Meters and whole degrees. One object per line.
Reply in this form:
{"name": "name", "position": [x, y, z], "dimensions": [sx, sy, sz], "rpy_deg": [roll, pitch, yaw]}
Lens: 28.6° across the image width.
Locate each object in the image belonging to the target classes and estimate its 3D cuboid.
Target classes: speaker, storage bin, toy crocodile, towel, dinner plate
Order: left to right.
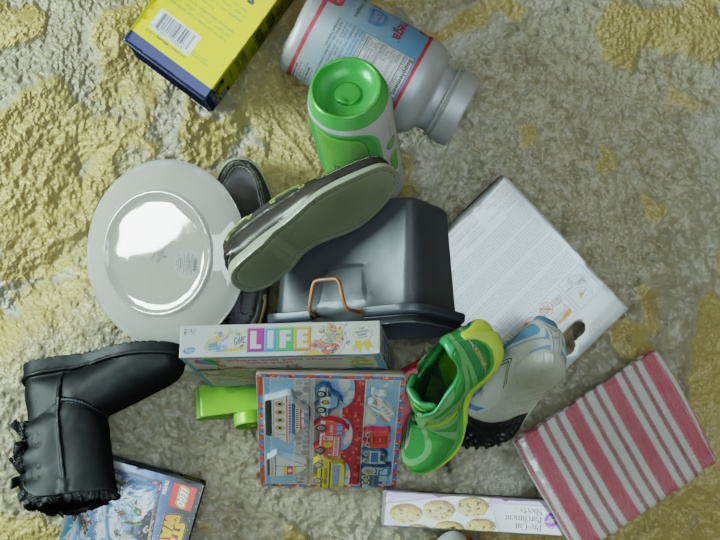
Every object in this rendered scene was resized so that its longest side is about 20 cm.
{"name": "dinner plate", "position": [-0.212, -0.018, 1.498], "dimensions": [0.199, 0.024, 0.201], "rpy_deg": [1, 92, 23]}
{"name": "toy crocodile", "position": [-0.082, 0.130, 1.527], "dimensions": [0.199, 0.062, 0.068], "rpy_deg": [-12, 72, 4]}
{"name": "speaker", "position": [-0.003, -0.134, 1.452], "dimensions": [0.088, 0.200, 0.089], "rpy_deg": [-3, 64, 6]}
{"name": "storage bin", "position": [0.000, 0.000, 1.468], "dimensions": [0.199, 0.145, 0.135], "rpy_deg": [-6, 79, 30]}
{"name": "towel", "position": [0.277, 0.196, 1.538], "dimensions": [0.200, 0.030, 0.147], "rpy_deg": [-31, 93, -13]}

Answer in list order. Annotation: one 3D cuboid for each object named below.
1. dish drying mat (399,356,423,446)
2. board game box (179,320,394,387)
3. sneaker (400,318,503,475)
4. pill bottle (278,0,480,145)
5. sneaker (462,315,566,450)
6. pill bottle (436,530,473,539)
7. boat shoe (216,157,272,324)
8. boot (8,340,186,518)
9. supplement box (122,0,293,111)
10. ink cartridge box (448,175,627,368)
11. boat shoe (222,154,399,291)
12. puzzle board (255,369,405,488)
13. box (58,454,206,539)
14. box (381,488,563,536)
{"name": "dish drying mat", "position": [0.105, 0.119, 1.554], "dimensions": [0.199, 0.018, 0.077], "rpy_deg": [-29, 88, 0]}
{"name": "board game box", "position": [-0.071, 0.086, 1.435], "dimensions": [0.199, 0.135, 0.034], "rpy_deg": [-1, 73, 7]}
{"name": "sneaker", "position": [0.075, 0.129, 1.446], "dimensions": [0.083, 0.074, 0.200], "rpy_deg": [-7, 133, -34]}
{"name": "pill bottle", "position": [0.022, -0.216, 1.504], "dimensions": [0.199, 0.109, 0.109], "rpy_deg": [28, 89, -2]}
{"name": "sneaker", "position": [0.151, 0.123, 1.488], "dimensions": [0.072, 0.073, 0.200], "rpy_deg": [26, 132, -16]}
{"name": "pill bottle", "position": [0.153, 0.371, 1.510], "dimensions": [0.199, 0.112, 0.113], "rpy_deg": [30, 89, -3]}
{"name": "boat shoe", "position": [-0.126, -0.022, 1.515], "dimensions": [0.071, 0.061, 0.202], "rpy_deg": [-2, 90, -1]}
{"name": "boot", "position": [-0.273, 0.166, 1.482], "dimensions": [0.197, 0.073, 0.163], "rpy_deg": [-9, 64, 7]}
{"name": "supplement box", "position": [-0.145, -0.284, 1.496], "dimensions": [0.109, 0.109, 0.200], "rpy_deg": [36, 89, -2]}
{"name": "ink cartridge box", "position": [0.166, 0.022, 1.541], "dimensions": [0.162, 0.050, 0.200], "rpy_deg": [-44, 94, -3]}
{"name": "boat shoe", "position": [-0.054, -0.059, 1.418], "dimensions": [0.201, 0.072, 0.061], "rpy_deg": [-34, 47, 9]}
{"name": "puzzle board", "position": [-0.032, 0.171, 1.480], "dimensions": [0.150, 0.200, 0.017], "rpy_deg": [0, 47, -2]}
{"name": "box", "position": [-0.259, 0.307, 1.530], "dimensions": [0.136, 0.040, 0.201], "rpy_deg": [16, 90, -1]}
{"name": "box", "position": [0.122, 0.264, 1.543], "dimensions": [0.199, 0.039, 0.042], "rpy_deg": [5, 84, -2]}
